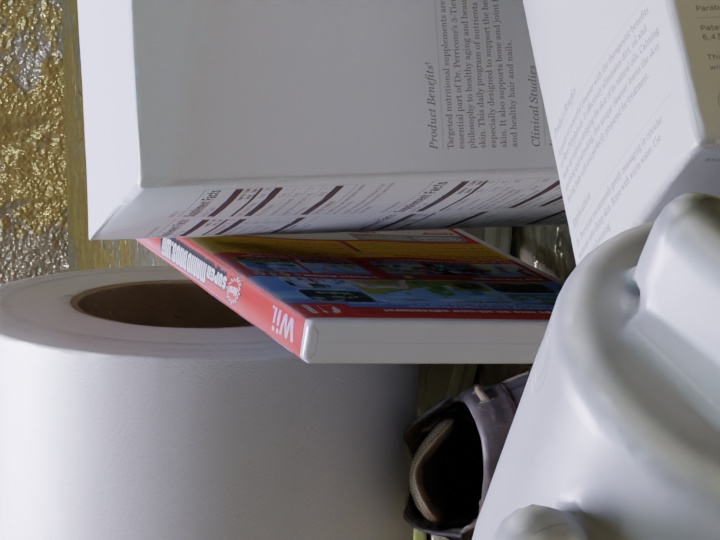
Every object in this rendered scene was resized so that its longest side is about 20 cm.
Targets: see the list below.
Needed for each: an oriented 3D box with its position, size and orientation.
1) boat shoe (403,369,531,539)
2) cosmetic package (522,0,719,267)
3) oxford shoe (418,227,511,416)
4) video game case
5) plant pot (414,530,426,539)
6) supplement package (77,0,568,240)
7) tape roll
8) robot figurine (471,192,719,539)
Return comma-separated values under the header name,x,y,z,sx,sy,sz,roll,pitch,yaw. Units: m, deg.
name,x,y,z,sx,sy,sz,roll,pitch,yaw
boat shoe,0.052,0.076,0.914,0.200,0.073,0.075,126,139,-69
cosmetic package,0.098,-0.103,0.655,0.108,0.084,0.201,118,147,-64
oxford shoe,0.030,0.001,1.027,0.075,0.057,0.201,-102,18,-46
video game case,0.000,0.000,0.882,0.200,0.142,0.018,30,115,59
plant pot,-0.068,0.130,1.241,0.184,0.199,0.202,-104,13,-80
supplement package,0.003,-0.096,0.810,0.151,0.199,0.153,154,113,-75
tape roll,-0.074,0.082,0.970,0.203,0.201,0.140,-143,54,-73
robot figurine,0.090,0.066,0.582,0.113,0.169,0.201,48,138,33
